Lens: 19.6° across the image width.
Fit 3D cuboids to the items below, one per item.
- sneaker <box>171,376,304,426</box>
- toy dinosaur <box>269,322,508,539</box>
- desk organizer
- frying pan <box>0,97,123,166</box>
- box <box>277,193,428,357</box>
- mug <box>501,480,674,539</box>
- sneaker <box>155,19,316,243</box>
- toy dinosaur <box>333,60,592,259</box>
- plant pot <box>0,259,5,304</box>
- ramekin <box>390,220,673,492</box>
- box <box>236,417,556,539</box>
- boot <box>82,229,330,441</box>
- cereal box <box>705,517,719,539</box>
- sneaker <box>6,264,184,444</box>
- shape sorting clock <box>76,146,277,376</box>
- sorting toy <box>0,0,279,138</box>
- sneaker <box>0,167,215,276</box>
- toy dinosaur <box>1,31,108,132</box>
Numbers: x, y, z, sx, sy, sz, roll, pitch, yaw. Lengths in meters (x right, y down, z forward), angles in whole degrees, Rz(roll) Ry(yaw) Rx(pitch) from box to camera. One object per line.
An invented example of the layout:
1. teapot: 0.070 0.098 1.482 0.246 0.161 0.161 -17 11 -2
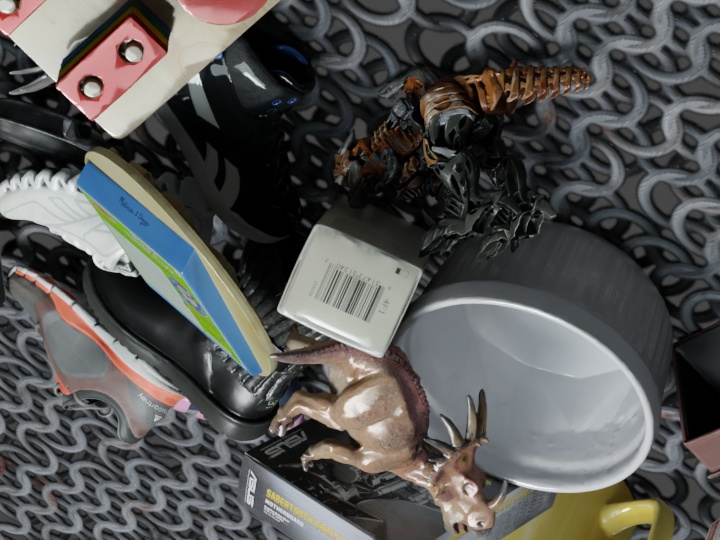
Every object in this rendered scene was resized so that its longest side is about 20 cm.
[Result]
1. sneaker: -0.137 0.101 1.738 0.200 0.070 0.082 8 143 30
2. toy dinosaur: 0.020 0.094 1.445 0.135 0.086 0.200 -2 140 32
3. desk organizer: 0.297 0.066 1.441 0.077 0.072 0.200 43 139 -14
4. frying pan: -0.232 -0.105 1.537 0.115 0.031 0.190 19 172 -9
5. box: 0.000 0.000 1.448 0.082 0.200 0.068 25 98 2
6. mug: 0.134 0.223 1.642 0.149 0.153 0.187 34 140 -5
7. sneaker: -0.068 -0.100 1.476 0.112 0.073 0.200 -12 132 29
8. toy dinosaur: 0.064 -0.083 1.395 0.200 0.102 0.136 -38 65 55
9. plant pot: -0.419 -0.029 1.645 0.199 0.177 0.200 30 144 21
10. ramekin: 0.130 0.056 1.500 0.200 0.105 0.200 17 140 15
11. box: 0.031 0.157 1.563 0.158 0.200 0.048 29 124 31
12. boot: -0.111 0.013 1.611 0.211 0.079 0.158 41 130 14
13. cereal box: 0.367 0.202 1.569 0.144 0.040 0.200 32 141 -4
14. sneaker: -0.233 0.069 1.698 0.200 0.082 0.077 37 -176 31
15. shape sorting clock: -0.124 -0.007 1.457 0.200 0.039 0.200 45 169 11
16. sorting toy: -0.156 -0.207 1.338 0.199 0.070 0.200 -40 110 15
17. sneaker: -0.198 -0.038 1.597 0.200 0.075 0.081 4 91 30
18. toy dinosaur: -0.192 -0.176 1.460 0.200 0.105 0.181 -28 137 32
